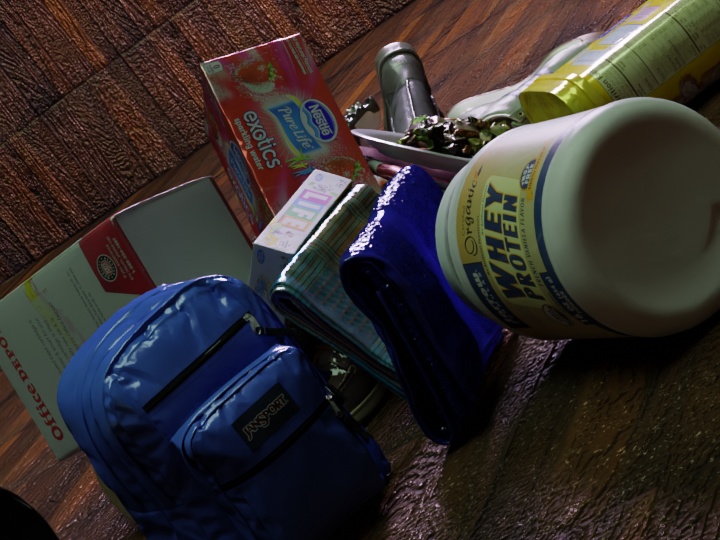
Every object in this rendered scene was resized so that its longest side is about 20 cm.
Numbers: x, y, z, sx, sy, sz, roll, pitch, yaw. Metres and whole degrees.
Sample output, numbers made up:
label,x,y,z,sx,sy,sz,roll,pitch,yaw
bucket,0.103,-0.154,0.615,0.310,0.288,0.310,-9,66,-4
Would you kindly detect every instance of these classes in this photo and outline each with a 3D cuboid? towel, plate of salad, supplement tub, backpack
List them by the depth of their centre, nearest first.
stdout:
label,x,y,z,sx,sy,sz,roll,pitch,yaw
supplement tub,0.142,-0.028,1.203,0.144,0.145,0.200,-41,12,-19
backpack,-0.088,0.100,1.261,0.162,0.200,0.168,-43,12,-28
towel,0.053,0.016,1.308,0.049,0.148,0.200,-23,15,19
towel,0.024,0.013,1.421,0.022,0.146,0.200,-56,-1,33
towel,0.072,-0.078,1.638,0.200,0.143,0.023,-151,74,-71
plate of salad,0.090,-0.113,1.657,0.200,0.199,0.048,-126,47,-79

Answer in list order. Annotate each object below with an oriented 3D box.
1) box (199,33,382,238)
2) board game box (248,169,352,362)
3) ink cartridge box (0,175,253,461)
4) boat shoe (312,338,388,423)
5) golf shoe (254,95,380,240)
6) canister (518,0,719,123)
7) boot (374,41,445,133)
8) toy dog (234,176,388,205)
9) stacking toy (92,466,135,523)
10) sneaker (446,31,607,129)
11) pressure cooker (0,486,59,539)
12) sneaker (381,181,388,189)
label,x,y,z,sx,sy,sz,roll,pitch,yaw
box,-0.060,-0.096,1.647,0.099,0.201,0.096,-19,-29,-13
board game box,-0.055,0.038,1.507,0.135,0.034,0.201,-54,-23,-55
ink cartridge box,-0.193,0.041,1.598,0.200,0.146,0.145,-32,-1,35
boat shoe,-0.010,0.067,1.474,0.072,0.072,0.200,-24,18,50
golf shoe,-0.022,-0.072,1.752,0.077,0.088,0.200,-31,26,57
canister,0.250,-0.178,1.620,0.200,0.087,0.149,-38,11,-6
boot,0.067,-0.120,1.925,0.072,0.182,0.200,-25,40,3
toy dog,-0.025,-0.084,1.870,0.139,0.195,0.200,-14,42,-20
stacking toy,-0.131,0.130,1.609,0.200,0.086,0.085,-37,10,-31
sneaker,0.175,-0.152,1.827,0.199,0.067,0.090,-26,33,19
pressure cooker,-0.340,0.267,1.452,0.176,0.179,0.200,-20,-4,-46
sneaker,0.075,-0.034,1.651,0.088,0.076,0.200,1,22,-11
